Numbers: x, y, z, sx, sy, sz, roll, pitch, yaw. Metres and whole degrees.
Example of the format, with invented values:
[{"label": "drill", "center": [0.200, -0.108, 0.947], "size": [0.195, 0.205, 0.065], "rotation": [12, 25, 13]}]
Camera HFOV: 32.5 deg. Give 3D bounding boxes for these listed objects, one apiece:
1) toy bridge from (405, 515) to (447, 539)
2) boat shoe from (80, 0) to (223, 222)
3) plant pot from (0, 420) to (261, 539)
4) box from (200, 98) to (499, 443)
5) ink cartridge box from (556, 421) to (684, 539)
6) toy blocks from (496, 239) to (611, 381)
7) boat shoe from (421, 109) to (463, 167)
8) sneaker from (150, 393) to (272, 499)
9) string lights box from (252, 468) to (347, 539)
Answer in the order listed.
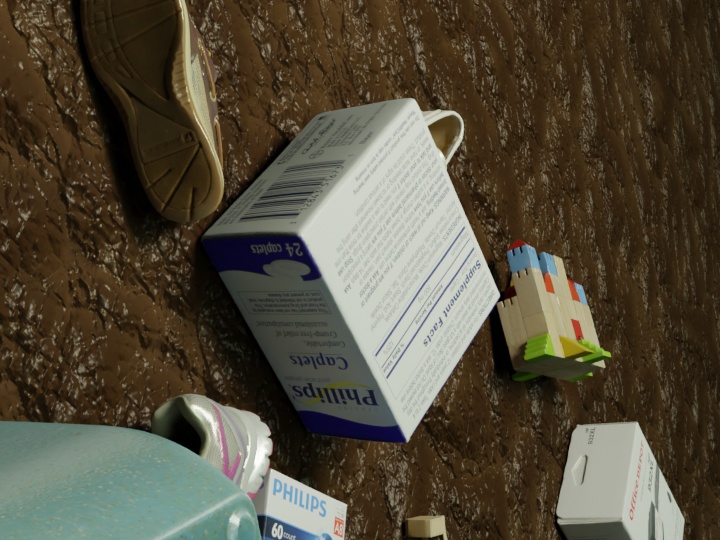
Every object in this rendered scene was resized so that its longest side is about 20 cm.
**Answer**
[{"label": "toy bridge", "center": [0.073, 0.320, 1.108], "size": [0.067, 0.027, 0.201], "rotation": [7, 76, -61]}, {"label": "boat shoe", "center": [-0.134, -0.133, 0.843], "size": [0.072, 0.072, 0.200], "rotation": [-49, 121, -79]}, {"label": "plant pot", "center": [-0.149, 0.179, 0.582], "size": [0.196, 0.200, 0.197], "rotation": [-17, 96, -60]}, {"label": "box", "center": [0.000, 0.000, 0.967], "size": [0.184, 0.105, 0.200], "rotation": [-52, 126, -40]}, {"label": "ink cartridge box", "center": [0.317, 0.300, 1.485], "size": [0.200, 0.084, 0.145], "rotation": [58, 37, -34]}, {"label": "toy blocks", "center": [0.206, 0.044, 1.372], "size": [0.200, 0.100, 0.137], "rotation": [17, 56, -58]}, {"label": "boat shoe", "center": [0.042, -0.094, 1.126], "size": [0.200, 0.070, 0.071], "rotation": [-49, 123, -51]}, {"label": "sneaker", "center": [-0.116, 0.165, 0.776], "size": [0.088, 0.081, 0.200], "rotation": [45, 37, -45]}, {"label": "string lights box", "center": [-0.067, 0.248, 0.849], "size": [0.103, 0.059, 0.200], "rotation": [37, 51, -50]}]
